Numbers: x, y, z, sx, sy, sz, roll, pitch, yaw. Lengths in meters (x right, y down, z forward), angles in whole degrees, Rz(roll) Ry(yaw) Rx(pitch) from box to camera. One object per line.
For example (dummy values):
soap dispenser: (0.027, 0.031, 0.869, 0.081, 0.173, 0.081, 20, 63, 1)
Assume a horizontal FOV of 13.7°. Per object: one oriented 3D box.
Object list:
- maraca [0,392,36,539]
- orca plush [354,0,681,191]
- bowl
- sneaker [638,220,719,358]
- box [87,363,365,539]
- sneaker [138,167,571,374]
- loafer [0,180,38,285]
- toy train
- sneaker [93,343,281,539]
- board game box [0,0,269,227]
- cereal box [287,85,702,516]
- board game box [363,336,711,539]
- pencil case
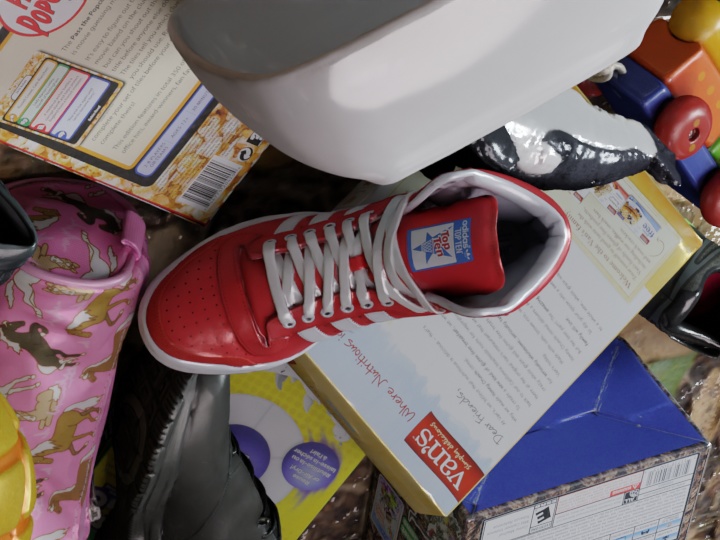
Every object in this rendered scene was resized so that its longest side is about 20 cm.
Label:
maraca: (-0.204, 0.118, 1.350, 0.106, 0.138, 0.200, 4, 137, -14)
orca plush: (0.056, -0.074, 1.411, 0.199, 0.106, 0.071, 7, 146, -46)
bowl: (0.030, -0.106, 1.241, 0.199, 0.200, 0.075, -28, 109, -8)
sneaker: (0.216, 0.024, 1.674, 0.199, 0.084, 0.077, 10, 123, -41)
box: (-0.071, 0.089, 1.517, 0.117, 0.048, 0.200, 28, 117, -20)
sneaker: (0.000, 0.000, 1.361, 0.199, 0.072, 0.112, -15, 180, -12)
loafer: (-0.218, -0.059, 1.244, 0.200, 0.068, 0.070, 39, 143, -26)
toy train: (0.167, -0.119, 1.508, 0.116, 0.085, 0.200, -47, 141, -5)
sneaker: (-0.079, 0.109, 1.470, 0.090, 0.076, 0.201, 1, 128, -16)
board game box: (-0.100, -0.114, 1.335, 0.200, 0.046, 0.152, 23, 112, -47)
cereal box: (0.056, 0.002, 1.470, 0.200, 0.039, 0.144, -44, 105, -17)
board game box: (0.092, 0.158, 1.702, 0.159, 0.097, 0.201, -14, 136, -25)
pencil case: (-0.157, 0.051, 1.428, 0.086, 0.083, 0.201, -15, 136, -35)
